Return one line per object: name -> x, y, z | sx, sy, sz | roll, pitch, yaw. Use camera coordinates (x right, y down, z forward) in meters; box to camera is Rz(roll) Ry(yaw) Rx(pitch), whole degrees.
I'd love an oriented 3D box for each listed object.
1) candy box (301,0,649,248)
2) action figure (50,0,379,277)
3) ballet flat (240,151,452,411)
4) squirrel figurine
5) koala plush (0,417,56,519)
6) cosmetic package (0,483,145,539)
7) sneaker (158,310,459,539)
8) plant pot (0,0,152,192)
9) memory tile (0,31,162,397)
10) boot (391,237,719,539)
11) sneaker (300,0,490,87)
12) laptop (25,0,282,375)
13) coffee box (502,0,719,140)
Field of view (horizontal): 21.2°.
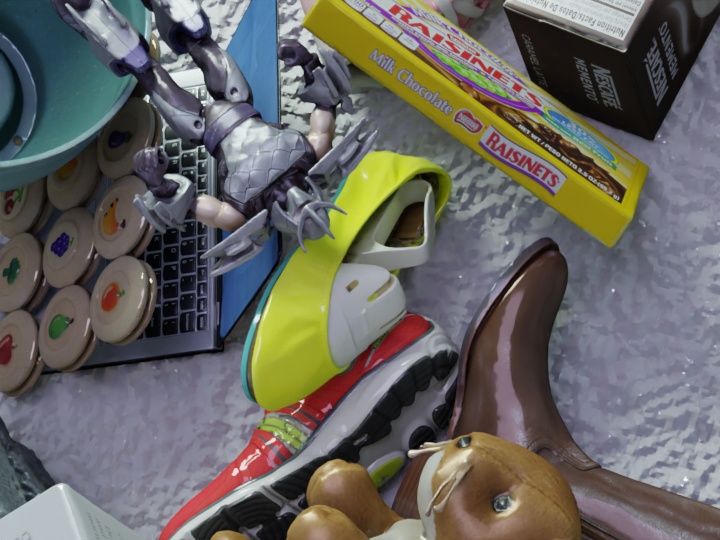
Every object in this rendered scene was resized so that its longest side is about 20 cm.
candy box -> 0.066, -0.093, 1.033 | 0.199, 0.102, 0.026 | 36, 111, 0
action figure -> -0.077, -0.084, 1.001 | 0.130, 0.070, 0.200 | -35, 67, -15
ballet flat -> 0.000, 0.000, 1.036 | 0.066, 0.067, 0.201 | 3, 38, 23
squirrel figurine -> 0.039, 0.179, 0.936 | 0.186, 0.142, 0.201 | -32, 94, 5
koala plush -> -0.258, 0.172, 1.035 | 0.199, 0.178, 0.184 | -38, 51, -1
cosmetic package -> -0.136, 0.240, 0.922 | 0.164, 0.200, 0.166 | -32, 52, 8
sneaker -> -0.032, 0.097, 1.052 | 0.199, 0.077, 0.085 | -39, 43, -7
plant pot -> -0.230, -0.126, 1.098 | 0.198, 0.134, 0.202 | 7, 68, -17
memory tile -> -0.170, -0.036, 1.132 | 0.153, 0.017, 0.202 | -23, 58, 39
boot -> 0.135, 0.100, 0.990 | 0.199, 0.064, 0.188 | 24, 90, 28
sneaker -> 0.060, -0.167, 1.123 | 0.198, 0.075, 0.106 | -18, 65, 13
laptop -> -0.123, -0.056, 1.109 | 0.198, 0.116, 0.189 | -8, 65, 14
coffee box -> 0.168, -0.191, 1.076 | 0.079, 0.114, 0.201 | 24, 78, 24
